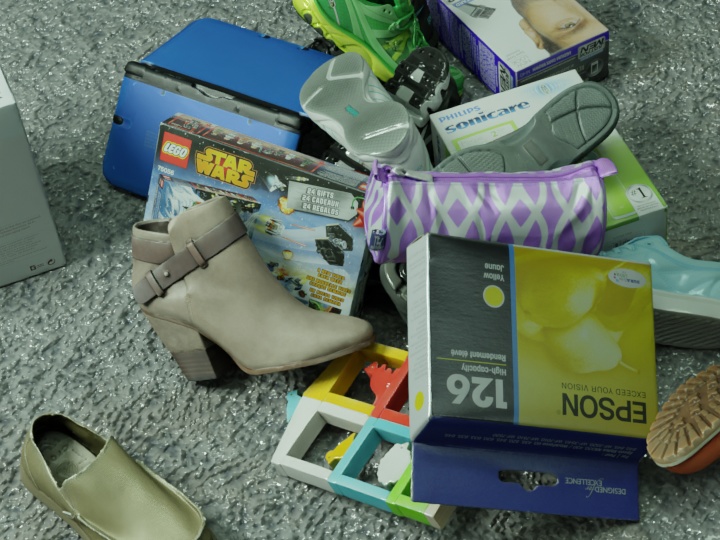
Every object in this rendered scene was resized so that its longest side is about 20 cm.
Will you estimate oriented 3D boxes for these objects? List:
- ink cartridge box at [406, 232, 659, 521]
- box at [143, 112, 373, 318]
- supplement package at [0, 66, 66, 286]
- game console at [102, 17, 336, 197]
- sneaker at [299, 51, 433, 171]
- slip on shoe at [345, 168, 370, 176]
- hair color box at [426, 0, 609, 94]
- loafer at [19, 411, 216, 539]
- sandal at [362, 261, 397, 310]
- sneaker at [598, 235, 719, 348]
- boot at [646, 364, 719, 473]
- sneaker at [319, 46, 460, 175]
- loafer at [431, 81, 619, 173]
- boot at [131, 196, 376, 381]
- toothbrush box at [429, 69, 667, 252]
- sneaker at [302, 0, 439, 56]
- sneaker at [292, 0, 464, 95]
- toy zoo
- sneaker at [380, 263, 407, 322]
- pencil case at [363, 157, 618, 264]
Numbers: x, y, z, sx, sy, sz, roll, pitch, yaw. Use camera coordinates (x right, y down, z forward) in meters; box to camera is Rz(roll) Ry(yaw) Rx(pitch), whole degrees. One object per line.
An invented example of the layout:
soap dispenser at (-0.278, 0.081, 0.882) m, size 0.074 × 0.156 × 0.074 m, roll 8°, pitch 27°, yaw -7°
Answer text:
ink cartridge box at (0.132, 0.080, 1.328) m, size 0.197 × 0.047 × 0.200 m, roll 7°, pitch 68°, yaw -22°
box at (-0.084, -0.038, 1.482) m, size 0.200 × 0.137 × 0.040 m, roll 20°, pitch 25°, yaw 13°
supplement package at (-0.389, -0.088, 1.561) m, size 0.191 × 0.200 × 0.147 m, roll -20°, pitch 47°, yaw -11°
game console at (-0.119, -0.138, 1.658) m, size 0.200 × 0.171 × 0.118 m, roll 20°, pitch 11°, yaw 25°
sneaker at (0.006, -0.124, 1.534) m, size 0.070 × 0.080 × 0.200 m, roll -37°, pitch 37°, yaw 2°
slip on shoe at (-0.069, -0.057, 1.530) m, size 0.200 × 0.061 × 0.074 m, roll -4°, pitch 70°, yaw 25°
hair color box at (0.145, -0.246, 1.731) m, size 0.109 × 0.065 × 0.200 m, roll -26°, pitch 50°, yaw -17°
loafer at (-0.198, 0.176, 1.374) m, size 0.200 × 0.068 × 0.076 m, roll 25°, pitch 55°, yaw 28°
sandal at (0.001, 0.000, 1.531) m, size 0.200 × 0.043 × 0.076 m, roll 1°, pitch 48°, yaw 9°
sneaker at (0.218, 0.007, 1.455) m, size 0.200 × 0.074 × 0.082 m, roll 14°, pitch 55°, yaw -8°
boot at (0.309, 0.112, 1.342) m, size 0.200 × 0.107 × 0.075 m, roll -35°, pitch 18°, yaw -22°
sneaker at (0.027, -0.105, 1.611) m, size 0.066 × 0.090 × 0.200 m, roll 36°, pitch 86°, yaw 36°
loafer at (0.130, -0.082, 1.471) m, size 0.200 × 0.063 × 0.072 m, roll -32°, pitch 77°, yaw -1°
boot at (-0.098, 0.010, 1.445) m, size 0.200 × 0.146 × 0.070 m, roll -12°, pitch 11°, yaw 20°
toothbrush box at (0.163, -0.069, 1.544) m, size 0.145 × 0.086 × 0.200 m, roll -17°, pitch 45°, yaw -7°
sneaker at (-0.019, -0.220, 1.718) m, size 0.200 × 0.079 × 0.075 m, roll -28°, pitch 50°, yaw -15°
sneaker at (0.031, -0.224, 1.649) m, size 0.084 × 0.200 × 0.074 m, roll -52°, pitch 32°, yaw 10°
toy zoo at (0.016, 0.122, 1.390) m, size 0.200 × 0.020 × 0.131 m, roll 14°, pitch 59°, yaw 40°
sneaker at (0.103, 0.052, 1.436) m, size 0.200 × 0.079 × 0.075 m, roll 41°, pitch 72°, yaw 13°
pencil case at (0.097, -0.050, 1.386) m, size 0.200 × 0.086 × 0.084 m, roll -1°, pitch 30°, yaw -13°
